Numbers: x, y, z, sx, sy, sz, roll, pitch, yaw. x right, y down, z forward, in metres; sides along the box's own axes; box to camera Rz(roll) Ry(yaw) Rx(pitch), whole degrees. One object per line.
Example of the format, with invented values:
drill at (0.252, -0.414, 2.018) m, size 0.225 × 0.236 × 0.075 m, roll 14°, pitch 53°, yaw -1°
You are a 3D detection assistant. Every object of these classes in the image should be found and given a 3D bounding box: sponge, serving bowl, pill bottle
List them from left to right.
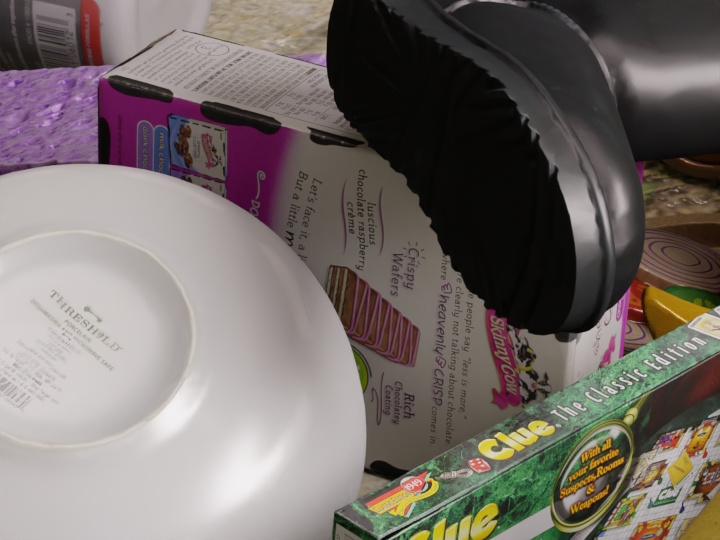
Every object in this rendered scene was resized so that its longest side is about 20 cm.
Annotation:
pill bottle at (-0.182, -0.159, 1.171) m, size 0.199 × 0.116 × 0.116 m, roll 14°, pitch 30°, yaw 17°
serving bowl at (-0.096, 0.040, 0.785) m, size 0.199 × 0.066 × 0.201 m, roll 1°, pitch 57°, yaw -1°
sponge at (-0.121, -0.058, 1.026) m, size 0.199 × 0.030 × 0.112 m, roll 0°, pitch 27°, yaw 29°

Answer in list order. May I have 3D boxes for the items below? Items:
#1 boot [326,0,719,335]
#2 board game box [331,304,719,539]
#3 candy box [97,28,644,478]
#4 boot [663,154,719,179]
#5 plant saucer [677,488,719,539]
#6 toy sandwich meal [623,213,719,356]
boot at (0.093, -0.052, 0.778) m, size 0.162 × 0.074 × 0.198 m, roll -6°, pitch 31°, yaw -22°
board game box at (0.065, 0.087, 0.761) m, size 0.023 × 0.105 × 0.200 m, roll 31°, pitch 38°, yaw 35°
candy box at (0.000, 0.000, 0.880) m, size 0.199 × 0.137 × 0.061 m, roll 17°, pitch 33°, yaw 22°
boot at (0.204, -0.112, 1.084) m, size 0.074 × 0.155 × 0.200 m, roll -22°, pitch 38°, yaw -40°
plant saucer at (0.174, 0.118, 0.592) m, size 0.200 × 0.048 × 0.200 m, roll 46°, pitch 55°, yaw 2°
toy sandwich meal at (0.173, 0.004, 0.957) m, size 0.204 × 0.071 × 0.205 m, roll 3°, pitch 29°, yaw -1°
